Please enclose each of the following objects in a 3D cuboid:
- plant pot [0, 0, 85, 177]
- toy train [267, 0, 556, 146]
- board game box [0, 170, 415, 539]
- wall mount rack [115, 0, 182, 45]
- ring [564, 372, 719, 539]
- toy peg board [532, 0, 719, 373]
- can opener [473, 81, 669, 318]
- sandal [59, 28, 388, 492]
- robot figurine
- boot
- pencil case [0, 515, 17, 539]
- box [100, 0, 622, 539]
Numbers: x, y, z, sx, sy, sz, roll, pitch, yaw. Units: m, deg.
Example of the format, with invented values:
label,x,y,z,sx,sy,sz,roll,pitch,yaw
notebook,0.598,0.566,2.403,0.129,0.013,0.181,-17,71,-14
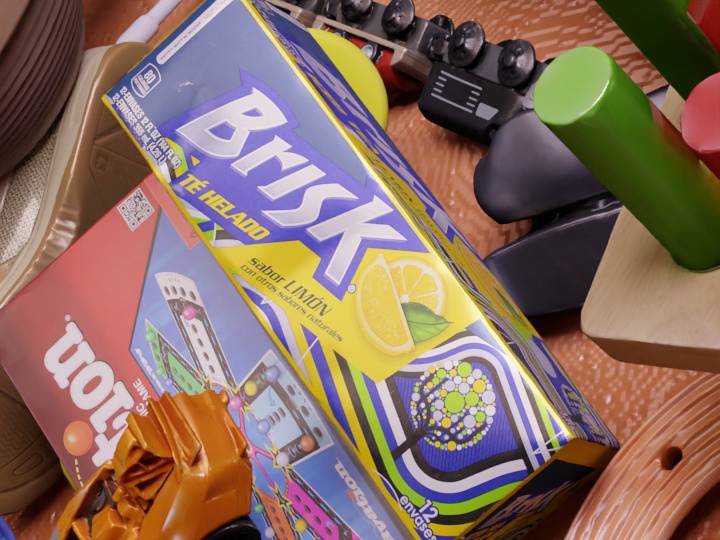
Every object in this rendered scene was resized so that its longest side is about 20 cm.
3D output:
label,x,y,z,sx,sy,sz,roll,pitch,yaw
plant pot,-0.177,-0.096,0.980,0.200,0.093,0.202,-25,48,31
toy train,0.006,-0.087,0.964,0.199,0.034,0.046,27,95,46
board game box,-0.047,0.067,0.862,0.103,0.019,0.201,-41,69,15
wall mount rack,-0.102,-0.179,1.087,0.199,0.074,0.175,10,90,45
ring,0.139,0.109,0.733,0.199,0.019,0.202,-22,51,29
toy peg board,0.153,-0.077,0.656,0.198,0.098,0.201,5,65,44
can opener,0.125,-0.053,0.829,0.199,0.079,0.063,-25,11,23
sandal,-0.052,0.002,0.939,0.201,0.079,0.087,-59,9,3
robot figurine,-0.076,0.145,0.818,0.145,0.058,0.201,51,126,35
boot,-0.160,-0.002,1.026,0.155,0.073,0.202,7,76,48
pencil case,-0.216,0.150,0.972,0.199,0.087,0.078,-20,21,31
box,0.000,0.000,0.827,0.064,0.070,0.200,-41,71,11
